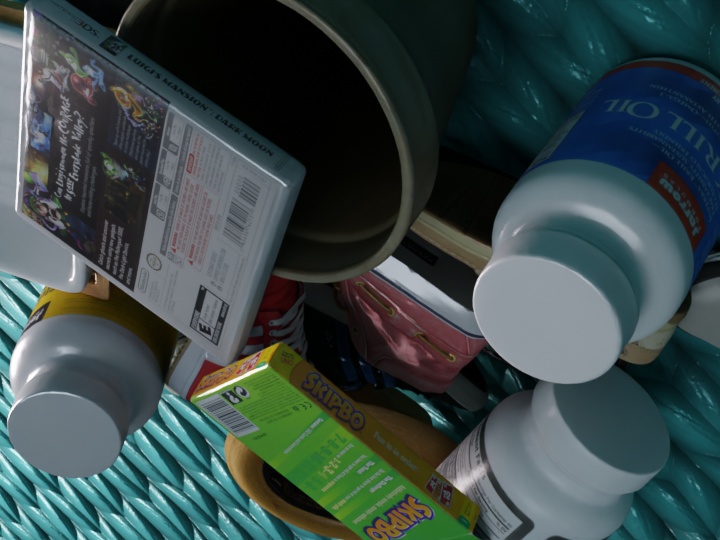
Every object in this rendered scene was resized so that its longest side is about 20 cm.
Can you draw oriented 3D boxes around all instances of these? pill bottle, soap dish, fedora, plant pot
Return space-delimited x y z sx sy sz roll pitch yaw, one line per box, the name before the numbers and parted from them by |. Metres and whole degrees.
pill bottle | 0.142 -0.028 0.717 0.112 0.200 0.112 19 133 21
soap dish | -0.233 -0.094 0.897 0.157 0.081 0.200 17 122 16
pill bottle | 0.116 0.155 0.888 0.116 0.116 0.200 39 128 1
pill bottle | -0.196 0.057 0.959 0.112 0.200 0.112 2 124 3
fedora | -0.006 0.140 1.026 0.200 0.082 0.201 6 137 5
plant pot | -0.017 -0.121 0.767 0.200 0.174 0.200 21 135 22

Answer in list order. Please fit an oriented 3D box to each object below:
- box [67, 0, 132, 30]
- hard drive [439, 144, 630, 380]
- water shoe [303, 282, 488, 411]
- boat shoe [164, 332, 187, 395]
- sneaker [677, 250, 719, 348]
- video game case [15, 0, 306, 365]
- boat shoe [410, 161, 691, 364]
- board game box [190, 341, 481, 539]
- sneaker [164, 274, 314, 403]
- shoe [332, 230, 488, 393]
box | -0.142 -0.119 0.919 0.143 0.036 0.200 -18 106 24
hard drive | 0.104 0.001 0.887 0.200 0.038 0.140 24 135 15
water shoe | 0.000 0.059 0.958 0.200 0.072 0.079 32 105 1
boat shoe | -0.075 0.051 1.038 0.200 0.062 0.075 -18 109 26
sneaker | 0.276 0.044 0.774 0.200 0.079 0.074 19 135 23
video game case | -0.129 -0.048 0.769 0.182 0.023 0.200 35 144 8
boat shoe | 0.104 -0.002 0.805 0.200 0.071 0.065 29 134 11
board game box | -0.010 0.127 0.842 0.200 0.030 0.096 44 140 -18
sneaker | -0.056 0.053 0.879 0.112 0.071 0.200 39 138 5
shoe | 0.000 0.000 0.871 0.200 0.071 0.091 36 127 4
